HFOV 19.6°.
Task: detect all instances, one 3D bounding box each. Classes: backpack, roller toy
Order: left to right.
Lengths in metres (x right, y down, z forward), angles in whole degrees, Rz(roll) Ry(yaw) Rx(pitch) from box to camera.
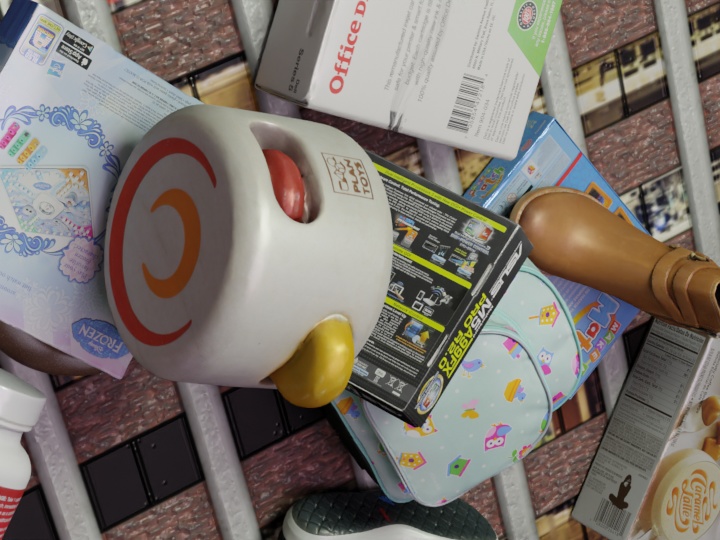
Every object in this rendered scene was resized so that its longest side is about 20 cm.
[{"bbox_3d":[-0.070,-0.013,1.386,0.140,0.200,0.183,7,96,-37],"label":"roller toy"},{"bbox_3d":[0.070,0.068,1.597,0.200,0.153,0.176,-35,123,-9],"label":"backpack"}]

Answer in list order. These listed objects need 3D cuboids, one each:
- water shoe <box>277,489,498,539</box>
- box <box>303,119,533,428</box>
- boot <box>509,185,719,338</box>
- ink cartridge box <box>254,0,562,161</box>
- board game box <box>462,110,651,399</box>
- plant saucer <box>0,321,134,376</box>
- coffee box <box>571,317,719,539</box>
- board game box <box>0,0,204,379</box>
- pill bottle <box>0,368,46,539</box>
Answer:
[{"bbox_3d":[0.017,0.223,1.693,0.200,0.072,0.079,7,123,-31],"label":"water shoe"},{"bbox_3d":[0.000,0.000,1.514,0.160,0.200,0.044,-58,153,-11],"label":"box"},{"bbox_3d":[0.224,0.003,1.645,0.200,0.155,0.077,31,88,-36],"label":"boot"},{"bbox_3d":[0.038,-0.177,1.558,0.200,0.084,0.146,12,97,-35],"label":"ink cartridge box"},{"bbox_3d":[0.158,-0.010,1.717,0.151,0.037,0.200,-50,124,-9],"label":"board game box"},{"bbox_3d":[-0.188,-0.015,1.496,0.200,0.032,0.200,-11,112,-30],"label":"plant saucer"},{"bbox_3d":[0.283,0.150,1.822,0.114,0.080,0.200,21,93,-36],"label":"coffee box"},{"bbox_3d":[-0.200,-0.054,1.429,0.200,0.043,0.199,31,87,-36],"label":"board game box"},{"bbox_3d":[-0.297,0.160,1.430,0.112,0.112,0.200,26,90,-36],"label":"pill bottle"}]
